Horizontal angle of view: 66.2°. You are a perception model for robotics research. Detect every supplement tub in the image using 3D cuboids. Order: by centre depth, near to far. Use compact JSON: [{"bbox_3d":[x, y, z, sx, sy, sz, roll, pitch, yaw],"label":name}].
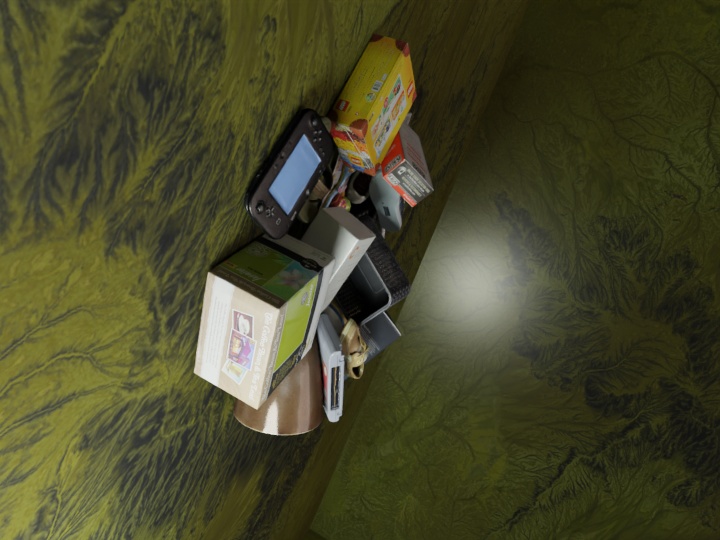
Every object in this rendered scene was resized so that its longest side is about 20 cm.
[{"bbox_3d":[-0.068,0.088,1.292,0.200,0.142,0.147,-49,160,-52],"label":"supplement tub"}]

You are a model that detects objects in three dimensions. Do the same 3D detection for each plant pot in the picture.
[{"bbox_3d":[-0.154,0.190,1.112,0.187,0.182,0.205,-24,123,-72],"label":"plant pot"}]

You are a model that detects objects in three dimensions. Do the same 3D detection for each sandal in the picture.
[{"bbox_3d":[-0.077,-0.167,0.973,0.080,0.056,0.204,-50,160,-50],"label":"sandal"}]

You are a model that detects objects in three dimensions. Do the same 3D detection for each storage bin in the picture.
[{"bbox_3d":[0.000,0.000,1.196,0.134,0.203,0.093,-35,172,36],"label":"storage bin"}]

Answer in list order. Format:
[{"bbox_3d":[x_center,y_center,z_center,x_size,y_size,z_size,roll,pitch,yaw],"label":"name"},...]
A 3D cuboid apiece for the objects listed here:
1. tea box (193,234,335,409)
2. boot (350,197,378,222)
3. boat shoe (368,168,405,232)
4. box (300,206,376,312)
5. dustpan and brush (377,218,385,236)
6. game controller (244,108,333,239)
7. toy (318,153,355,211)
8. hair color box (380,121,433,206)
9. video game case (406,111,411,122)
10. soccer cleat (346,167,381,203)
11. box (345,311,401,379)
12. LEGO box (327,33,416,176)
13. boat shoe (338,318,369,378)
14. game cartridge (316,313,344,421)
[{"bbox_3d":[-0.156,0.073,0.914,0.197,0.131,0.204,-47,158,-58],"label":"tea box"},{"bbox_3d":[-0.009,-0.096,1.339,0.158,0.078,0.216,92,14,-76],"label":"boot"},{"bbox_3d":[0.066,-0.181,1.239,0.202,0.069,0.093,77,26,-59],"label":"boat shoe"},{"bbox_3d":[-0.074,-0.014,1.085,0.202,0.097,0.124,-54,171,16],"label":"box"},{"bbox_3d":[0.043,-0.040,1.331,0.139,0.056,0.206,-27,110,-72],"label":"dustpan and brush"},{"bbox_3d":[-0.107,-0.150,0.864,0.104,0.041,0.203,47,65,-44],"label":"game controller"},{"bbox_3d":[-0.045,-0.146,1.171,0.115,0.046,0.204,-29,141,-67],"label":"toy"},{"bbox_3d":[0.087,-0.238,1.148,0.061,0.101,0.203,-34,-143,24],"label":"hair color box"},{"bbox_3d":[0.068,-0.309,1.407,0.200,0.022,0.186,-40,152,-63],"label":"video game case"},{"bbox_3d":[0.033,-0.241,1.237,0.204,0.069,0.086,-64,-169,-2],"label":"soccer cleat"},{"bbox_3d":[-0.017,0.158,1.425,0.199,0.108,0.149,-38,-154,3],"label":"box"},{"bbox_3d":[0.027,-0.312,1.051,0.203,0.076,0.149,-63,160,-15],"label":"LEGO box"},{"bbox_3d":[-0.014,0.171,1.183,0.075,0.065,0.202,-58,166,-28],"label":"boat shoe"},{"bbox_3d":[-0.071,0.200,1.156,0.134,0.040,0.204,-117,-156,-51],"label":"game cartridge"}]
